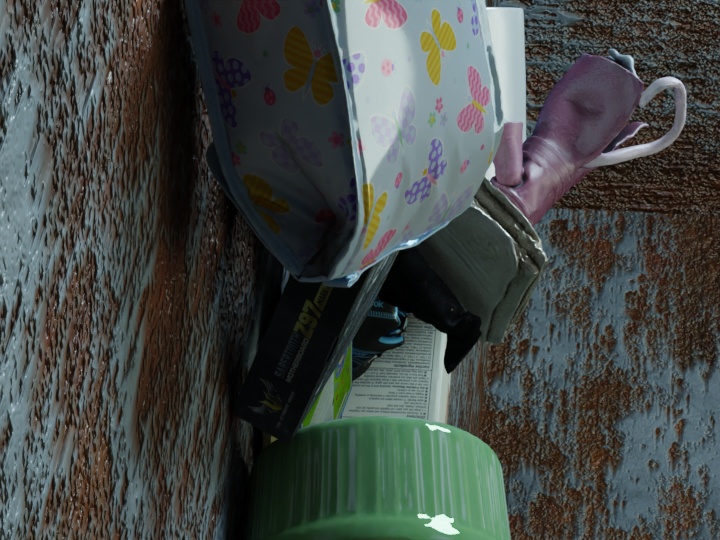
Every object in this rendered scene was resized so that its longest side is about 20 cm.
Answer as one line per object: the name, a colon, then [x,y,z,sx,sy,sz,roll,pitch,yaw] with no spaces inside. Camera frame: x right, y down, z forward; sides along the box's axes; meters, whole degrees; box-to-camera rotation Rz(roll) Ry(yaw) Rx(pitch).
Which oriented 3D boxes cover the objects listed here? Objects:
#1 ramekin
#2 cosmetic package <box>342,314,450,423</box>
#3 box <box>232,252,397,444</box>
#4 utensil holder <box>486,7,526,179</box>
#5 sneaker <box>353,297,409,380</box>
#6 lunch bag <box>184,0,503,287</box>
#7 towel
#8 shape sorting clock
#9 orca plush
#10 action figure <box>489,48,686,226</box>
ramekin: [0.011,0.179,1.454,0.201,0.198,0.099,79,9,-61]
cosmetic package: [0.027,0.141,1.915,0.087,0.102,0.202,77,19,-62]
box: [-0.009,-0.004,1.393,0.158,0.051,0.201,-57,175,-47]
utensil holder: [0.072,-0.138,1.914,0.170,0.168,0.202,-40,131,-80]
sneaker: [0.002,0.056,1.761,0.200,0.081,0.074,63,28,-78]
lunch bag: [-0.007,-0.105,1.228,0.169,0.126,0.202,-30,112,-49]
towel: [0.052,-0.045,1.518,0.034,0.200,0.133,-33,161,-26]
shape sorting clock: [-0.042,0.092,1.583,0.200,0.039,0.202,12,90,-79]
orca plush: [0.000,0.000,1.542,0.200,0.071,0.105,51,-15,10]
action figure: [0.147,-0.074,1.645,0.200,0.148,0.135,-47,142,-26]
